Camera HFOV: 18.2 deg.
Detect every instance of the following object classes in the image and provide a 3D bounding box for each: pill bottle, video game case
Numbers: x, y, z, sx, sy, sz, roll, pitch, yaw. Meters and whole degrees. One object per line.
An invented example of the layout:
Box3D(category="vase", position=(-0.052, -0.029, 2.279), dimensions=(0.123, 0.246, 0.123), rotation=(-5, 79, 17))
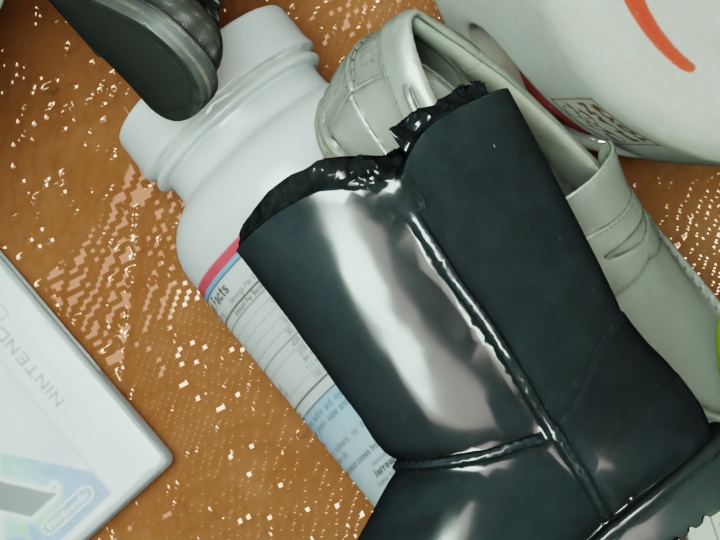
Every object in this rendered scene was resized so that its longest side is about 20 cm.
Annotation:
Box3D(category="pill bottle", position=(0.000, 0.000, 0.864), dimensions=(0.109, 0.109, 0.200), rotation=(-39, 84, 2))
Box3D(category="video game case", position=(-0.208, 0.075, 0.923), dimensions=(0.200, 0.022, 0.183), rotation=(-42, 84, 2))

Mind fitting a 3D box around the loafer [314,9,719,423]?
Box3D(category="loafer", position=(0.072, -0.012, 0.796), dimensions=(0.200, 0.070, 0.070), rotation=(39, 49, -4))

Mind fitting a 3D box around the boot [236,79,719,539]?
Box3D(category="boot", position=(0.007, 0.053, 0.731), dimensions=(0.200, 0.076, 0.169), rotation=(-36, 89, -7))

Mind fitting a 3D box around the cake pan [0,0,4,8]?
Box3D(category="cake pan", position=(-0.189, -0.074, 0.854), dimensions=(0.037, 0.200, 0.201), rotation=(31, 91, -22))

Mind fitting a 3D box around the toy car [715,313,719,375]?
Box3D(category="toy car", position=(0.219, 0.026, 0.729), dimensions=(0.198, 0.150, 0.176), rotation=(-8, 114, 3))

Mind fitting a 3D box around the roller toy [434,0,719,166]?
Box3D(category="roller toy", position=(0.125, -0.128, 0.817), dimensions=(0.181, 0.140, 0.202), rotation=(-14, 100, -18))

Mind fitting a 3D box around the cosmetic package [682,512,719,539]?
Box3D(category="cosmetic package", position=(0.213, 0.061, 0.859), dimensions=(0.199, 0.073, 0.104), rotation=(-18, 85, 4))

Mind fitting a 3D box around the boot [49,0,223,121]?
Box3D(category="boot", position=(-0.043, -0.150, 0.833), dimensions=(0.174, 0.200, 0.069), rotation=(-42, 117, -2))
